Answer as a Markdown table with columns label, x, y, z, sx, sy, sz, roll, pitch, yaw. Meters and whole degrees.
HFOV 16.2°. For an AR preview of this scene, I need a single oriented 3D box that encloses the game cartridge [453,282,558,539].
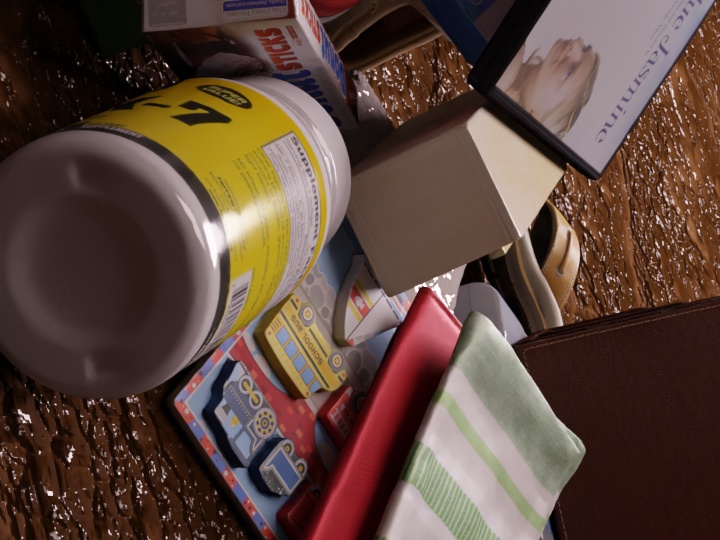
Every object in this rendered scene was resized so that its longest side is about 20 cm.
| label | x | y | z | sx | sy | sz | roll | pitch | yaw |
| --- | --- | --- | --- | --- | --- | --- | --- | --- | --- |
| game cartridge | 0.089 | 0.113 | 1.449 | 0.133 | 0.041 | 0.201 | 59 | 20 | -71 |

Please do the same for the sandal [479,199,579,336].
| label | x | y | z | sx | sy | sz | roll | pitch | yaw |
| --- | --- | --- | --- | --- | --- | --- | --- | --- | --- |
| sandal | 0.111 | 0.001 | 1.563 | 0.080 | 0.054 | 0.201 | 169 | -95 | -78 |

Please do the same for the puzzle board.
| label | x | y | z | sx | sy | sz | roll | pitch | yaw |
| --- | --- | --- | --- | --- | --- | --- | --- | --- | --- |
| puzzle board | 0.000 | 0.087 | 1.253 | 0.151 | 0.017 | 0.200 | -50 | 123 | -32 |

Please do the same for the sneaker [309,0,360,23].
| label | x | y | z | sx | sy | sz | roll | pitch | yaw |
| --- | --- | --- | --- | --- | --- | --- | --- | --- | --- |
| sneaker | -0.007 | -0.167 | 1.181 | 0.200 | 0.115 | 0.079 | -8 | 82 | -63 |

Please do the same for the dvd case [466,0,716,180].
| label | x | y | z | sx | sy | sz | roll | pitch | yaw |
| --- | --- | --- | --- | --- | --- | --- | --- | --- | --- |
| dvd case | 0.130 | -0.130 | 1.323 | 0.018 | 0.143 | 0.200 | 34 | 3 | 24 |

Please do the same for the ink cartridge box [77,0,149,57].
| label | x | y | z | sx | sy | sz | roll | pitch | yaw |
| --- | --- | --- | --- | --- | --- | --- | --- | --- | --- |
| ink cartridge box | -0.109 | -0.226 | 1.249 | 0.200 | 0.084 | 0.146 | 66 | 24 | -14 |

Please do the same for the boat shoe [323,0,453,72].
| label | x | y | z | sx | sy | sz | roll | pitch | yaw |
| --- | --- | --- | --- | --- | --- | --- | --- | --- | --- |
| boat shoe | 0.053 | -0.156 | 1.416 | 0.074 | 0.200 | 0.069 | 13 | 66 | -49 |

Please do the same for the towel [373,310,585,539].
| label | x | y | z | sx | sy | sz | roll | pitch | yaw |
| --- | --- | --- | --- | --- | --- | --- | --- | --- | --- |
| towel | 0.050 | 0.143 | 1.265 | 0.153 | 0.023 | 0.200 | 52 | 56 | -51 |

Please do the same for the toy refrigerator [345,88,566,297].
| label | x | y | z | sx | sy | sz | roll | pitch | yaw |
| --- | --- | --- | --- | --- | --- | --- | --- | --- | --- |
| toy refrigerator | 0.052 | -0.046 | 1.316 | 0.070 | 0.076 | 0.200 | 64 | 15 | -6 |

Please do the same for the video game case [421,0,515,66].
| label | x | y | z | sx | sy | sz | roll | pitch | yaw |
| --- | --- | --- | --- | --- | --- | --- | --- | --- | --- |
| video game case | 0.069 | -0.239 | 1.304 | 0.181 | 0.045 | 0.200 | -45 | 108 | -17 |

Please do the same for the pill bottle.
| label | x | y | z | sx | sy | sz | roll | pitch | yaw |
| --- | --- | --- | --- | --- | --- | --- | --- | --- | --- |
| pill bottle | -0.081 | -0.023 | 1.119 | 0.115 | 0.114 | 0.200 | 68 | 23 | -6 |

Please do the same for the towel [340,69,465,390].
| label | x | y | z | sx | sy | sz | roll | pitch | yaw |
| --- | --- | --- | --- | --- | --- | --- | --- | --- | --- |
| towel | 0.004 | -0.013 | 1.343 | 0.133 | 0.034 | 0.200 | 60 | 25 | -23 |

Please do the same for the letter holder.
| label | x | y | z | sx | sy | sz | roll | pitch | yaw |
| --- | --- | --- | --- | --- | --- | --- | --- | --- | --- |
| letter holder | 0.182 | 0.120 | 1.447 | 0.101 | 0.142 | 0.201 | -13 | 89 | -80 |

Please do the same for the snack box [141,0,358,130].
| label | x | y | z | sx | sy | sz | roll | pitch | yaw |
| --- | --- | --- | --- | --- | --- | --- | --- | --- | --- |
| snack box | -0.049 | -0.101 | 1.224 | 0.200 | 0.072 | 0.024 | 53 | 32 | -76 |

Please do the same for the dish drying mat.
| label | x | y | z | sx | sy | sz | roll | pitch | yaw |
| --- | --- | --- | --- | --- | --- | --- | --- | --- | --- |
| dish drying mat | 0.009 | 0.110 | 1.237 | 0.077 | 0.018 | 0.200 | 48 | 56 | -38 |
